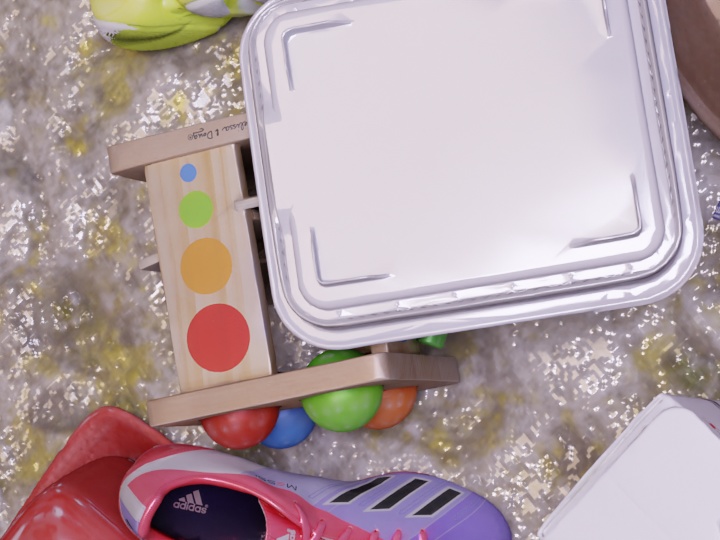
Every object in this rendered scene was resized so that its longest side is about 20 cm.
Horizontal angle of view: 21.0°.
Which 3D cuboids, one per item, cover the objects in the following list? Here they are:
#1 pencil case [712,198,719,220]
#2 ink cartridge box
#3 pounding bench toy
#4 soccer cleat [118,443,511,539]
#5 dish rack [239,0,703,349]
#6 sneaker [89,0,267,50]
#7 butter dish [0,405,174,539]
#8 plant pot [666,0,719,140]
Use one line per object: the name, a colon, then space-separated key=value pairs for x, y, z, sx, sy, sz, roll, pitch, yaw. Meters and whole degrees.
pencil case: x=0.264 y=0.001 z=0.881 sx=0.199 sy=0.087 sz=0.088 roll=20 pitch=93 yaw=22
ink cartridge box: x=0.174 y=0.132 z=0.843 sx=0.146 sy=0.200 sz=0.086 roll=46 pitch=102 yaw=18
pounding bench toy: x=0.000 y=0.000 z=0.958 sx=0.199 sy=0.124 sz=0.157 roll=-13 pitch=82 yaw=19
soccer cleat: x=-0.020 y=0.128 z=0.948 sx=0.199 sy=0.076 sz=0.067 roll=13 pitch=100 yaw=-9
dish rack: x=0.046 y=-0.060 z=0.871 sx=0.199 sy=0.044 sz=0.172 roll=-9 pitch=84 yaw=8
sneaker: x=-0.058 y=-0.185 z=1.019 sx=0.199 sy=0.076 sz=0.105 roll=-10 pitch=82 yaw=20
butter dish: x=-0.136 y=0.196 z=0.983 sx=0.200 sy=0.148 sz=0.200 roll=37 pitch=98 yaw=19
plant pot: x=0.226 y=-0.167 z=0.855 sx=0.174 sy=0.200 sz=0.201 roll=-24 pitch=76 yaw=-13
